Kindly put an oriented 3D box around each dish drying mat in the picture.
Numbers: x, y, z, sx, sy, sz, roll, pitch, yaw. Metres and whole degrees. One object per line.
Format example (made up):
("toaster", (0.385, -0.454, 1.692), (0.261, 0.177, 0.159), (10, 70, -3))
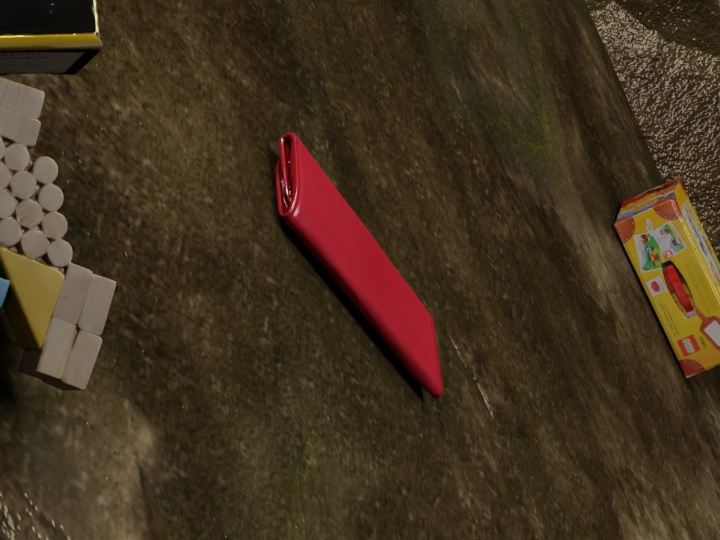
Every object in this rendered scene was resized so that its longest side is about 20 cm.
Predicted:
("dish drying mat", (0.000, 0.000, 1.329), (0.200, 0.018, 0.077), (52, 21, -41))

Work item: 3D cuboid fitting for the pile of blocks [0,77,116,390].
("pile of blocks", (-0.164, -0.043, 0.825), (0.062, 0.082, 0.202), (-5, -77, 62))

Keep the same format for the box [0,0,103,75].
("box", (-0.178, -0.165, 0.694), (0.049, 0.158, 0.202), (153, -68, -67))

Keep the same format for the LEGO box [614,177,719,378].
("LEGO box", (0.381, 0.006, 2.422), (0.201, 0.077, 0.149), (64, 16, -6))
